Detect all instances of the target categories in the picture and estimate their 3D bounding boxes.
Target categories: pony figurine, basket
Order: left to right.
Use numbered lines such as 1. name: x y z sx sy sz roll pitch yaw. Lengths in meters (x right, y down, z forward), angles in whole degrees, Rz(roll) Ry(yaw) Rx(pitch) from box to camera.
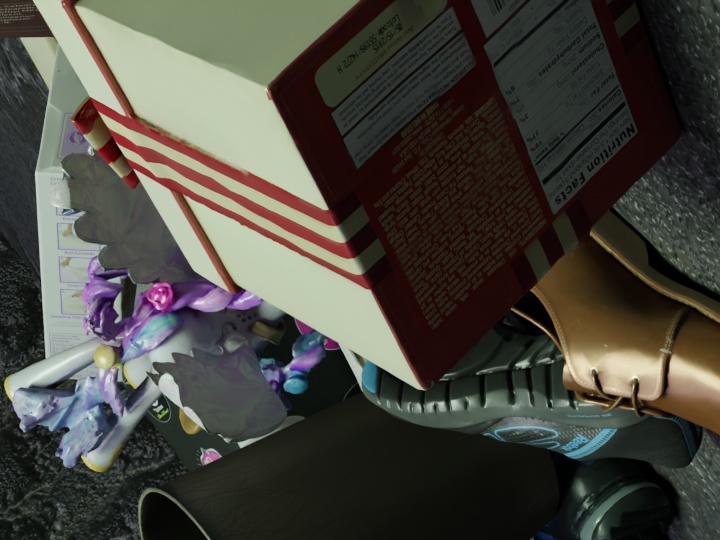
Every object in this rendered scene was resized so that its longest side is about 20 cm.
1. pony figurine: -0.092 0.030 1.096 0.192 0.199 0.168 -5 -116 -54
2. basket: 0.000 0.143 1.148 0.136 0.199 0.182 32 144 46

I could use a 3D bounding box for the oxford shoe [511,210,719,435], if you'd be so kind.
1. oxford shoe: 0.133 0.045 0.934 0.200 0.071 0.072 40 161 41

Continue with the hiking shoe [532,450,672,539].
1. hiking shoe: 0.133 0.148 1.240 0.087 0.074 0.201 56 160 24

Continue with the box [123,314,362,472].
1. box: -0.035 0.100 1.445 0.201 0.148 0.124 53 142 0

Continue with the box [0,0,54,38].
1. box: -0.252 -0.239 1.236 0.200 0.162 0.168 142 126 -77

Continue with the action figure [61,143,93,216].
1. action figure: -0.104 -0.089 1.202 0.200 0.104 0.195 -48 -54 -70

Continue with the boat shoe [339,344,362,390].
1. boat shoe: 0.033 0.062 1.362 0.201 0.071 0.070 59 171 7

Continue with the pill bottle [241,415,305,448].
1. pill bottle: 0.006 0.184 1.274 0.200 0.116 0.116 38 162 24

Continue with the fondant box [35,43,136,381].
1. fondant box: -0.181 -0.044 1.420 0.201 0.058 0.145 94 178 -46

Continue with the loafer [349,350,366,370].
1. loafer: 0.000 0.000 1.271 0.201 0.076 0.067 62 145 8

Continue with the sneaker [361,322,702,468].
1. sneaker: 0.083 0.067 1.071 0.199 0.074 0.082 6 146 45

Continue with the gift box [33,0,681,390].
1. gift box: -0.007 -0.101 0.827 0.186 0.184 0.201 26 148 47

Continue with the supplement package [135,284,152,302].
1. supplement package: -0.094 0.063 1.702 0.200 0.119 0.122 36 157 55

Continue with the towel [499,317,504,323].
1. towel: 0.042 -0.025 1.131 0.112 0.048 0.200 50 166 18

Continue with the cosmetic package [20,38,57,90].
1. cosmetic package: -0.226 -0.203 1.587 0.103 0.073 0.201 39 162 49
